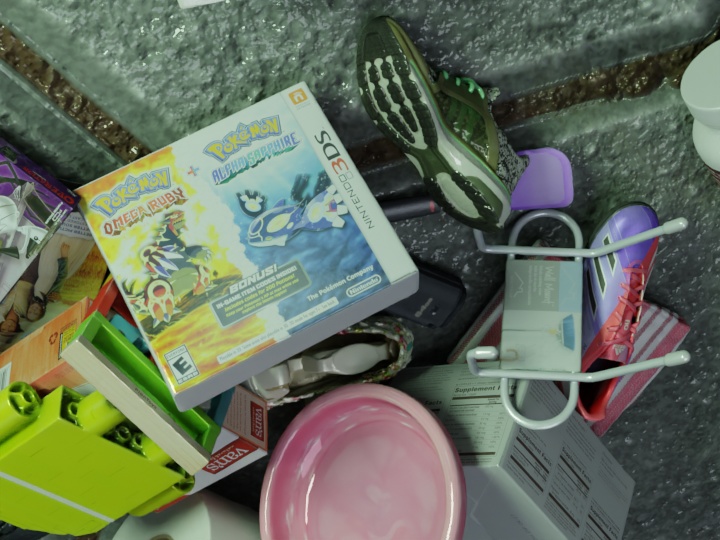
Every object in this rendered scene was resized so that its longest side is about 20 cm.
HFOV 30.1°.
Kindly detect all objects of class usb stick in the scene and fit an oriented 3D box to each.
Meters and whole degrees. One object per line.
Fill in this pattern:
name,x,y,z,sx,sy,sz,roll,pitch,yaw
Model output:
usb stick,0.000,0.000,1.130,0.199,0.033,0.056,21,113,-28

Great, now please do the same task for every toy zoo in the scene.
toy zoo,-0.148,0.056,1.026,0.020,0.200,0.131,-39,106,20

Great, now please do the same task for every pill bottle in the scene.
pill bottle,0.350,-0.100,1.121,0.113,0.113,0.200,-37,125,9

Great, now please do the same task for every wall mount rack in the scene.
wall mount rack,0.176,0.026,1.087,0.173,0.201,0.075,1,156,9

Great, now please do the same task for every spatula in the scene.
spatula,0.080,-0.063,1.120,0.199,0.021,0.057,-12,118,-8

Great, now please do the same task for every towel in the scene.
towel,0.193,0.065,1.235,0.200,0.030,0.147,26,111,-26

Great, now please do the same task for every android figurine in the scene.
android figurine,-0.221,0.148,1.036,0.182,0.041,0.200,31,130,-34

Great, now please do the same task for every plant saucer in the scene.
plant saucer,0.007,0.195,1.102,0.201,0.201,0.051,-47,145,15

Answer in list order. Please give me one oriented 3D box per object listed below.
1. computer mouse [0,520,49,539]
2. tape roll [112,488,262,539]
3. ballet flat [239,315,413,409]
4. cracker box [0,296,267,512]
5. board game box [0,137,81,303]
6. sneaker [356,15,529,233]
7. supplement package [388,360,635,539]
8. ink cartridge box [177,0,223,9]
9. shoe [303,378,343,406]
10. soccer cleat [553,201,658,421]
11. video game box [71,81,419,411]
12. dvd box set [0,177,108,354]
computer mouse,-0.284,0.199,1.161,0.138,0.053,0.200,27,111,-28
tape roll,-0.137,0.306,1.183,0.139,0.203,0.203,30,110,-30
ballet flat,-0.050,0.078,1.139,0.199,0.064,0.076,-15,97,-6
cracker box,-0.189,0.114,1.075,0.134,0.058,0.200,-31,134,28
board game box,-0.311,-0.016,0.990,0.120,0.032,0.200,39,112,-8
sneaker,0.070,-0.127,1.062,0.089,0.077,0.200,-50,121,-27
supplement package,0.124,0.183,1.196,0.155,0.111,0.200,-8,136,39
ink cartridge box,-0.083,-0.294,0.858,0.125,0.129,0.201,-14,124,-7
shoe,0.014,0.163,1.224,0.070,0.053,0.200,-33,123,5
soccer cleat,0.221,0.037,1.163,0.068,0.073,0.201,6,119,-17
video game box,-0.085,-0.022,0.989,0.199,0.183,0.047,-27,158,-10
dvd box set,-0.283,0.014,1.056,0.146,0.029,0.200,13,117,-24
